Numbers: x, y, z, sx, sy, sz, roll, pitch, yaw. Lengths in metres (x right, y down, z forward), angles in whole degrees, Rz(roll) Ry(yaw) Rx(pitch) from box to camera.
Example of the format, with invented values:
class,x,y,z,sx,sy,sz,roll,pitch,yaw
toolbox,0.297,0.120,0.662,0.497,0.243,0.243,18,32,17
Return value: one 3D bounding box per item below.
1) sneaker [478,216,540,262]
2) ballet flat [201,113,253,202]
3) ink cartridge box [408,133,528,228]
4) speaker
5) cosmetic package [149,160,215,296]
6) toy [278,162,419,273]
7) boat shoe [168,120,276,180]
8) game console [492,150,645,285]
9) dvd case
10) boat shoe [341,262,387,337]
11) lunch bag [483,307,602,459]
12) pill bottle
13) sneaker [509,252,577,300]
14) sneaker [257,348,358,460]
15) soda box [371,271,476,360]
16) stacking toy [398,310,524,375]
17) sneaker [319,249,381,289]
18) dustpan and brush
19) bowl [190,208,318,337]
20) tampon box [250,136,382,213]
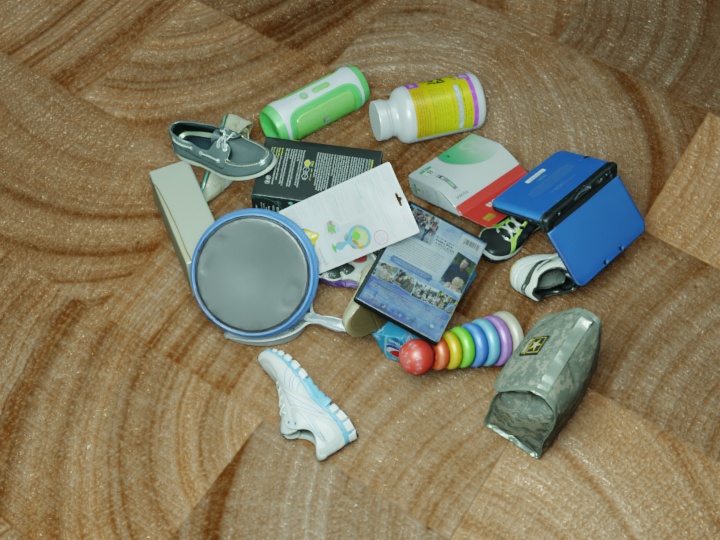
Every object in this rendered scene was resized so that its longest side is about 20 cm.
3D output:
class,x,y,z,sx,sy,sz,roll,pitch,yaw
sneaker,0.275,-0.095,1.640,0.200,0.083,0.072,-38,66,-24
ballet flat,-0.232,-0.199,1.695,0.062,0.068,0.201,14,57,-5
ink cartridge box,0.205,-0.158,1.653,0.161,0.050,0.200,-34,36,-22
speaker,-0.083,-0.301,1.754,0.200,0.089,0.089,-31,64,-21
cosmetic package,-0.281,-0.071,1.585,0.073,0.104,0.200,-20,59,-15
toy,-0.015,-0.079,1.481,0.199,0.047,0.116,-23,97,19
boat shoe,-0.228,-0.199,1.548,0.199,0.062,0.073,16,60,28
game console,0.343,-0.091,1.576,0.200,0.119,0.170,-36,40,-31
dvd case,0.094,0.001,1.465,0.142,0.018,0.200,28,62,4
boat shoe,0.030,0.022,1.501,0.065,0.072,0.200,18,59,42
lunch bag,0.274,0.156,1.408,0.117,0.200,0.164,32,62,16
pill bottle,0.121,-0.292,1.747,0.199,0.104,0.105,-14,59,-12
sneaker,0.349,0.001,1.573,0.199,0.076,0.088,-23,27,-7
sneaker,-0.099,0.202,1.438,0.087,0.075,0.200,-39,66,-18
soda box,0.103,0.052,1.533,0.068,0.064,0.200,6,50,42
stacking toy,0.150,0.121,1.467,0.199,0.086,0.086,-11,57,-27
sneaker,0.000,0.000,1.574,0.199,0.083,0.081,16,76,-10
dustpan and brush,-0.104,0.072,1.525,0.199,0.057,0.140,19,58,9
bowl,-0.164,0.006,1.469,0.199,0.039,0.202,0,95,3
tampon box,-0.069,-0.119,1.599,0.199,0.150,0.127,8,58,2
